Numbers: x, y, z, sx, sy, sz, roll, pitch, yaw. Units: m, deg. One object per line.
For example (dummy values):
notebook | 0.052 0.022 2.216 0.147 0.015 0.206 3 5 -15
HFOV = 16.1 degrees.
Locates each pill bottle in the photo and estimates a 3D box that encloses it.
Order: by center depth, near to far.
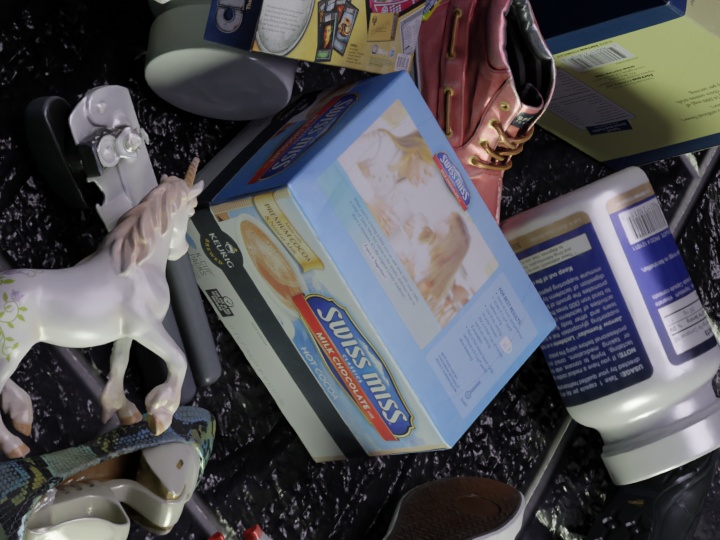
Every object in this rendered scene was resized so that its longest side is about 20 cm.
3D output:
pill bottle | -0.072 -0.201 1.579 0.109 0.109 0.200 29 59 -39
pill bottle | 0.180 0.039 1.768 0.116 0.116 0.200 -22 90 -48

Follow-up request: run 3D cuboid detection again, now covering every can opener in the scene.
can opener | -0.135 -0.017 1.504 0.053 0.066 0.200 -37 115 -44

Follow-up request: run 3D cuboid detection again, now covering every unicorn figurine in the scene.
unicorn figurine | -0.149 0.024 1.415 0.200 0.074 0.138 -13 106 -35

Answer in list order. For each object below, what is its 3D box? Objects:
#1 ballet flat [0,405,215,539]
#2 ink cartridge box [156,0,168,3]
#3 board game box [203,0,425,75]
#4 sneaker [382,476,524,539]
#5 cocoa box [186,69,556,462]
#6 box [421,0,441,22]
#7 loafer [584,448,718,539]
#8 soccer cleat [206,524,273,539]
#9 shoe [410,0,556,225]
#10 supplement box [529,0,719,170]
ballet flat | -0.141 0.129 1.438 0.200 0.074 0.074 -18 93 -43
ink cartridge box | -0.153 -0.240 1.488 0.116 0.200 0.067 -34 145 -46
board game box | -0.014 -0.189 1.506 0.200 0.035 0.136 3 102 -63
sneaker | 0.042 0.199 1.639 0.200 0.073 0.085 -35 139 -54
cocoa box | 0.000 0.000 1.575 0.133 0.131 0.200 -46 113 -36
box | 0.031 -0.221 1.701 0.070 0.064 0.200 59 31 -17
loafer | 0.204 0.178 1.813 0.201 0.068 0.071 -52 146 -47
soccer cleat | -0.096 0.224 1.468 0.200 0.069 0.078 -42 113 -48
shoe | 0.082 -0.090 1.711 0.071 0.091 0.201 -19 104 -51
supplement box | 0.202 -0.184 1.805 0.200 0.200 0.135 26 62 -41
